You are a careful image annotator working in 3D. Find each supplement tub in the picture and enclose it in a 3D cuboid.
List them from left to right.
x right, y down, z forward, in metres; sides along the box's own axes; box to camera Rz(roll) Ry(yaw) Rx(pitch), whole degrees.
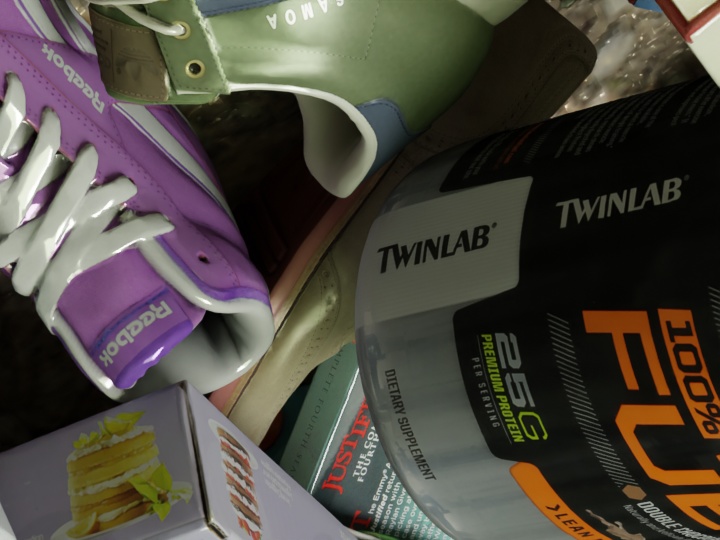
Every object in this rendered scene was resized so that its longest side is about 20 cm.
[{"bbox_3d":[0.107,0.007,0.768,0.200,0.123,0.122,-14,159,41],"label":"supplement tub"}]

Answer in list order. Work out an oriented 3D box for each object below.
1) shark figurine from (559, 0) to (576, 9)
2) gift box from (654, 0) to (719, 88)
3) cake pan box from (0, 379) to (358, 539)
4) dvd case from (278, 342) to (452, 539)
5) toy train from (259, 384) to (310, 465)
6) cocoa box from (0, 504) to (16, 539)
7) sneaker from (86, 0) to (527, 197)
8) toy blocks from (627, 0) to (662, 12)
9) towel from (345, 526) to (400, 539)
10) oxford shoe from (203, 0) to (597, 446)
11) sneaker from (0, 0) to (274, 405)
[{"bbox_3d":[0.168,-0.069,0.810,0.214,0.090,0.128,29,116,-20],"label":"shark figurine"},{"bbox_3d":[0.105,-0.173,0.698,0.200,0.185,0.187,-32,141,10],"label":"gift box"},{"bbox_3d":[-0.083,0.122,0.861,0.184,0.052,0.200,-21,146,17],"label":"cake pan box"},{"bbox_3d":[0.068,0.033,0.988,0.200,0.022,0.146,13,101,-45],"label":"dvd case"},{"bbox_3d":[-0.073,0.084,0.956,0.200,0.056,0.150,-26,142,-8],"label":"toy train"},{"bbox_3d":[-0.204,0.021,0.729,0.133,0.131,0.200,-36,142,4],"label":"cocoa box"},{"bbox_3d":[-0.044,-0.084,0.752,0.200,0.067,0.090,29,99,-38],"label":"sneaker"},{"bbox_3d":[0.157,-0.137,0.860,0.136,0.100,0.200,9,135,-25],"label":"toy blocks"},{"bbox_3d":[-0.065,0.117,0.927,0.152,0.023,0.200,-35,142,26],"label":"towel"},{"bbox_3d":[0.000,0.000,0.879,0.075,0.071,0.200,23,114,-23],"label":"oxford shoe"},{"bbox_3d":[-0.088,-0.029,0.774,0.073,0.114,0.200,-42,140,15],"label":"sneaker"}]
